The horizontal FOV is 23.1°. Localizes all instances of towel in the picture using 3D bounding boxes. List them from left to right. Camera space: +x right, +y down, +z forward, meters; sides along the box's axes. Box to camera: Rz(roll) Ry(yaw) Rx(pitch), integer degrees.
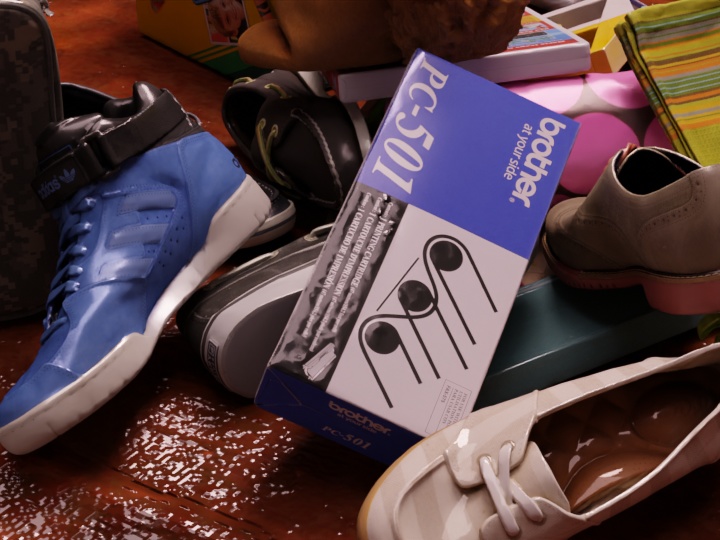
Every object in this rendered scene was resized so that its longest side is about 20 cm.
[{"bbox_3d":[0.214,-0.059,0.942,0.086,0.018,0.201,-18,74,-25],"label":"towel"}]

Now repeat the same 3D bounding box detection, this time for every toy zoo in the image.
[{"bbox_3d":[0.097,-0.129,1.101,0.199,0.021,0.131,-16,19,21],"label":"toy zoo"}]

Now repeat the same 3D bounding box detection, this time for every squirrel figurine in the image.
[{"bbox_3d":[0.015,-0.208,0.951,0.141,0.188,0.200,-14,18,-25],"label":"squirrel figurine"}]

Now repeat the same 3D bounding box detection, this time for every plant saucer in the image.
[{"bbox_3d":[0.097,0.029,0.907,0.199,0.019,0.070,-18,37,-26],"label":"plant saucer"}]

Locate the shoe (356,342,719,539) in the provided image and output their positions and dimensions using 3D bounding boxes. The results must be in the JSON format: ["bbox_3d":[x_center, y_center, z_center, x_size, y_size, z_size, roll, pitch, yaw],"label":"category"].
[{"bbox_3d":[0.088,0.078,0.760,0.199,0.053,0.070,-21,72,-24],"label":"shoe"}]

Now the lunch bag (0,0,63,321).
[{"bbox_3d":[-0.233,-0.090,0.949,0.138,0.201,0.168,-10,32,-15],"label":"lunch bag"}]

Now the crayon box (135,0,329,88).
[{"bbox_3d":[-0.091,-0.237,1.198,0.058,0.201,0.172,-25,37,-35],"label":"crayon box"}]

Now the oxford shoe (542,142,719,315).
[{"bbox_3d":[0.143,-0.030,0.875,0.070,0.075,0.200,-18,11,-17],"label":"oxford shoe"}]

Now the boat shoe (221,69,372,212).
[{"bbox_3d":[-0.036,-0.074,1.038,0.060,0.072,0.201,-13,20,-11],"label":"boat shoe"}]

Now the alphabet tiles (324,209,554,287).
[{"bbox_3d":[0.079,-0.024,1.019,0.199,0.008,0.167,5,31,11],"label":"alphabet tiles"}]

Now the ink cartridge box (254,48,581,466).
[{"bbox_3d":[0.031,-0.007,0.846,0.094,0.044,0.201,24,58,0],"label":"ink cartridge box"}]

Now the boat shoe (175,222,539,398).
[{"bbox_3d":[0.000,0.000,0.914,0.199,0.071,0.064,-19,34,-25],"label":"boat shoe"}]

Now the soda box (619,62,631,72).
[{"bbox_3d":[0.236,-0.090,1.073,0.199,0.064,0.071,13,33,22],"label":"soda box"}]

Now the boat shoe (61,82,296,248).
[{"bbox_3d":[-0.123,-0.062,1.036,0.199,0.063,0.074,23,36,33],"label":"boat shoe"}]

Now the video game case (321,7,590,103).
[{"bbox_3d":[0.045,-0.135,1.056,0.142,0.018,0.200,-8,16,-6],"label":"video game case"}]

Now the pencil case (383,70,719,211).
[{"bbox_3d":[0.109,-0.063,0.997,0.199,0.094,0.091,-3,74,-4],"label":"pencil case"}]

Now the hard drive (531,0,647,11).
[{"bbox_3d":[0.121,-0.208,1.258,0.132,0.025,0.200,16,11,-47],"label":"hard drive"}]

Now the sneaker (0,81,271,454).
[{"bbox_3d":[-0.136,-0.011,0.857,0.077,0.111,0.200,-21,25,53],"label":"sneaker"}]

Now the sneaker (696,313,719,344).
[{"bbox_3d":[0.257,0.045,0.816,0.199,0.083,0.072,0,30,2],"label":"sneaker"}]
